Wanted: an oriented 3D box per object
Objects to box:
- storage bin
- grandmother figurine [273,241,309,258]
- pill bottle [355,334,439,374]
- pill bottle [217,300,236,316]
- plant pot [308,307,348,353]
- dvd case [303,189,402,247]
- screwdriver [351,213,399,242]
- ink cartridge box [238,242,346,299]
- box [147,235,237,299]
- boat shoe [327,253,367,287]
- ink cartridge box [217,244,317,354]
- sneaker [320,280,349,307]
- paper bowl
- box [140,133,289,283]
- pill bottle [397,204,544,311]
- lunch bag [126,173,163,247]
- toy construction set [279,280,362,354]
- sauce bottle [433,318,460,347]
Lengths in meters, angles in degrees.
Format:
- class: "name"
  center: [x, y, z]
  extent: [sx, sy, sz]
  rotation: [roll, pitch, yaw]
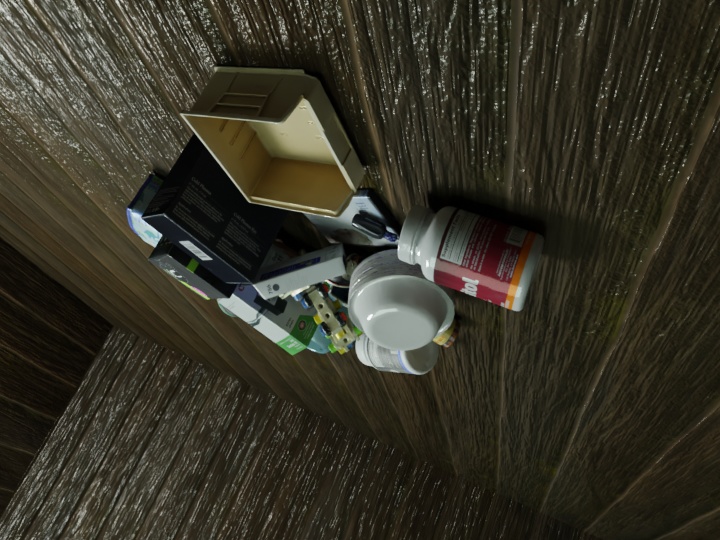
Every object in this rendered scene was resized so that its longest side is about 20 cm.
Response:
- class: "storage bin"
  center: [-0.117, -0.183, 0.898]
  extent: [0.194, 0.095, 0.201]
  rotation: [13, 154, 30]
- class: "grandmother figurine"
  center: [-0.112, -0.003, 1.338]
  extent: [0.196, 0.062, 0.122]
  rotation: [25, 168, 12]
- class: "pill bottle"
  center: [0.080, 0.177, 1.437]
  extent: [0.113, 0.116, 0.198]
  rotation: [37, 156, -27]
- class: "pill bottle"
  center: [-0.290, 0.055, 1.589]
  extent: [0.112, 0.115, 0.198]
  rotation: [34, 156, -21]
- class: "plant pot"
  center: [-0.095, 0.114, 1.469]
  extent: [0.195, 0.137, 0.201]
  rotation: [22, 158, 9]
- class: "dvd case"
  center: [-0.019, -0.090, 1.093]
  extent: [0.196, 0.018, 0.143]
  rotation: [5, 149, 42]
- class: "screwdriver"
  center: [0.074, -0.045, 1.017]
  extent: [0.196, 0.029, 0.029]
  rotation: [26, -172, 11]
- class: "ink cartridge box"
  center: [-0.121, 0.004, 1.134]
  extent: [0.194, 0.100, 0.040]
  rotation: [-16, 107, 4]
- class: "box"
  center: [-0.285, -0.068, 1.195]
  extent: [0.148, 0.204, 0.123]
  rotation: [37, 155, -29]
- class: "boat shoe"
  center: [0.000, 0.000, 1.201]
  extent: [0.195, 0.072, 0.064]
  rotation: [19, 139, 10]
- class: "ink cartridge box"
  center: [-0.172, 0.051, 1.272]
  extent: [0.198, 0.149, 0.083]
  rotation: [36, 148, -16]
- class: "sneaker"
  center: [0.004, 0.058, 1.278]
  extent: [0.196, 0.073, 0.073]
  rotation: [25, -161, -24]
- class: "paper bowl"
  center: [0.073, 0.067, 1.120]
  extent: [0.194, 0.107, 0.204]
  rotation: [3, 140, 3]
- class: "box"
  center: [-0.242, -0.109, 1.081]
  extent: [0.103, 0.185, 0.200]
  rotation: [0, 146, 48]
- class: "pill bottle"
  center: [0.159, -0.025, 0.905]
  extent: [0.195, 0.115, 0.114]
  rotation: [20, 158, 18]
- class: "lunch bag"
  center: [-0.416, -0.094, 1.388]
  extent: [0.166, 0.130, 0.201]
  rotation: [26, 148, 0]
- class: "toy construction set"
  center: [-0.070, 0.076, 1.198]
  extent: [0.199, 0.092, 0.131]
  rotation: [43, -176, -5]
- class: "sauce bottle"
  center: [0.111, 0.084, 1.265]
  extent: [0.197, 0.067, 0.066]
  rotation: [31, 158, -9]
